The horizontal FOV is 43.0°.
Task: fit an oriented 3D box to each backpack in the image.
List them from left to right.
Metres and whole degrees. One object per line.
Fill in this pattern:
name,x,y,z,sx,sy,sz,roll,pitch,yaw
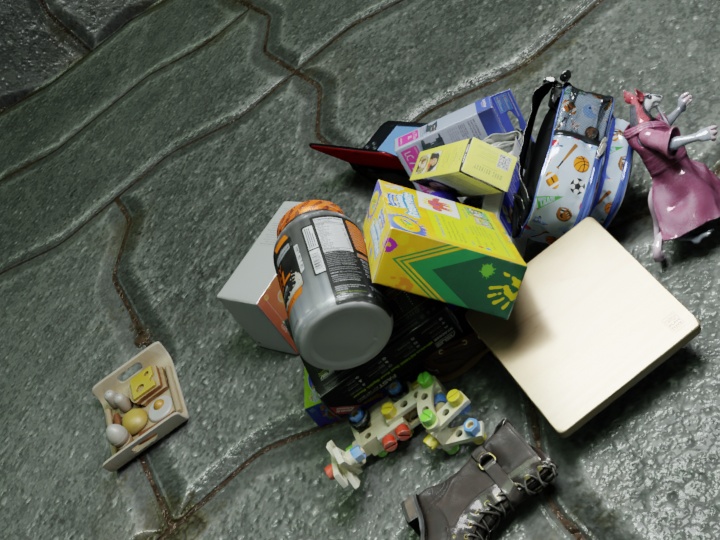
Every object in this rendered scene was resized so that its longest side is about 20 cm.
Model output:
backpack,0.275,-0.124,1.217,0.152,0.201,0.192,21,68,12

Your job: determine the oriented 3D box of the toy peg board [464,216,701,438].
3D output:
toy peg board,0.266,0.079,1.094,0.199,0.098,0.200,-38,52,0

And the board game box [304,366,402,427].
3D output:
board game box,-0.013,0.110,1.303,0.133,0.045,0.201,-24,39,16

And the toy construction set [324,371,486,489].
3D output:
toy construction set,0.046,0.201,1.129,0.198,0.093,0.132,-24,37,-2

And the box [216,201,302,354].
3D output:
box,-0.108,0.009,1.423,0.097,0.125,0.201,7,55,42

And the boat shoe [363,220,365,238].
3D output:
boat shoe,0.036,-0.060,1.350,0.064,0.073,0.200,8,4,5

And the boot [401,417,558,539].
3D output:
boot,0.142,0.261,0.995,0.173,0.069,0.200,-36,34,2

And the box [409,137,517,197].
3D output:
box,0.139,-0.139,1.272,0.051,0.074,0.200,-70,15,-5

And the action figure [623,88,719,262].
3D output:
action figure,0.379,-0.137,1.144,0.148,0.201,0.134,-36,3,22

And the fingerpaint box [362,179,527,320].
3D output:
fingerpaint box,0.093,-0.029,1.101,0.200,0.165,0.074,-100,27,-69

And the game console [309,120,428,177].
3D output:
game console,0.045,-0.225,1.560,0.199,0.119,0.173,15,59,46

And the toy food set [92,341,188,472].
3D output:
toy food set,-0.360,0.211,1.459,0.143,0.061,0.200,-36,37,1

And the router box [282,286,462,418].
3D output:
router box,0.012,0.072,1.180,0.199,0.062,0.150,-35,45,4

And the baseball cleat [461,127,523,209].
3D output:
baseball cleat,0.180,-0.129,1.356,0.069,0.107,0.201,22,67,44

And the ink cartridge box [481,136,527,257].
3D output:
ink cartridge box,0.210,-0.087,1.296,0.037,0.095,0.202,-7,45,33

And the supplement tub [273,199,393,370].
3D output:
supplement tub,-0.040,0.012,1.129,0.122,0.123,0.201,-29,44,9

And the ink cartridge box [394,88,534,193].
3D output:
ink cartridge box,0.164,-0.190,1.423,0.198,0.120,0.042,-24,35,16

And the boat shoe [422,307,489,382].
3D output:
boat shoe,0.161,0.064,1.195,0.199,0.071,0.070,-39,36,-6

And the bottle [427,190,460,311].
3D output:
bottle,0.110,-0.011,1.285,0.083,0.065,0.203,-16,59,28
